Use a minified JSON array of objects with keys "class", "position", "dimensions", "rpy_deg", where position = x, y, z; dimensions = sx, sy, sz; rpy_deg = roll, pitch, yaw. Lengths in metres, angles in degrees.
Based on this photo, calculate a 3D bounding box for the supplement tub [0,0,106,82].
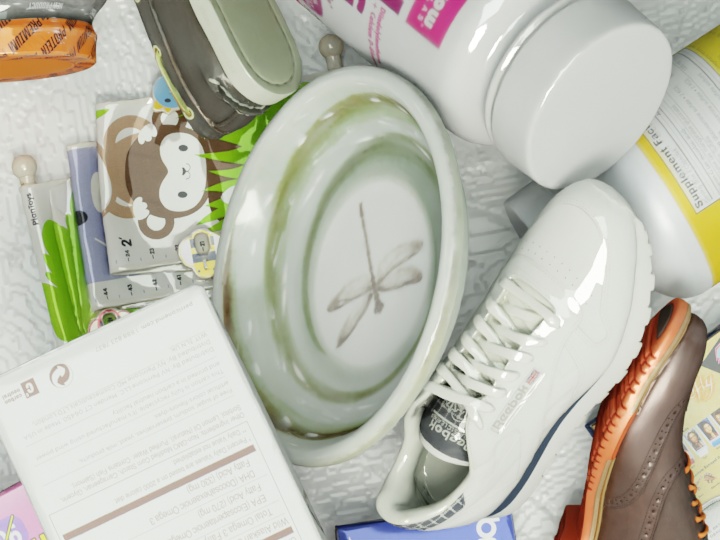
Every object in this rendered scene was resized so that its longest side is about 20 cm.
[{"class":"supplement tub","position":[-0.190,-0.202,1.357],"dimensions":[0.122,0.123,0.201],"rpy_deg":[-4,86,-1]}]

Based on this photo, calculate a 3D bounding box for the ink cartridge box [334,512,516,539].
[{"class":"ink cartridge box","position":[0.046,0.225,1.372],"dimensions":[0.093,0.044,0.201],"rpy_deg":[-9,86,-3]}]

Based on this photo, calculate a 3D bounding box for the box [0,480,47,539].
[{"class":"box","position":[-0.125,0.194,1.346],"dimensions":[0.175,0.097,0.201],"rpy_deg":[-27,88,-3]}]

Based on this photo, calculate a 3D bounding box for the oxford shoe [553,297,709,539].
[{"class":"oxford shoe","position":[0.147,0.106,1.335],"dimensions":[0.072,0.071,0.201],"rpy_deg":[18,119,3]}]

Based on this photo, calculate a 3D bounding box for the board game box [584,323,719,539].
[{"class":"board game box","position":[0.237,0.077,1.389],"dimensions":[0.200,0.035,0.136],"rpy_deg":[-36,88,-2]}]

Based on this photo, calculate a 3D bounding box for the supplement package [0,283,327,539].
[{"class":"supplement package","position":[-0.082,0.122,1.245],"dimensions":[0.117,0.117,0.201],"rpy_deg":[-25,87,-3]}]

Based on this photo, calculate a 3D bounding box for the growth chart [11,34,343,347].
[{"class":"growth chart","position":[-0.086,-0.038,1.401],"dimensions":[0.199,0.018,0.145],"rpy_deg":[-19,86,-3]}]

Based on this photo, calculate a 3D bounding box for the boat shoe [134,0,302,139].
[{"class":"boat shoe","position":[-0.098,-0.166,1.382],"dimensions":[0.060,0.072,0.202],"rpy_deg":[-34,70,36]}]

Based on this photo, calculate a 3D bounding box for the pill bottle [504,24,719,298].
[{"class":"pill bottle","position":[0.178,-0.056,1.358],"dimensions":[0.199,0.112,0.112],"rpy_deg":[-33,87,-2]}]

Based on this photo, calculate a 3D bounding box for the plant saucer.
[{"class":"plant saucer","position":[0.000,0.000,1.319],"dimensions":[0.050,0.200,0.201],"rpy_deg":[11,85,-37]}]

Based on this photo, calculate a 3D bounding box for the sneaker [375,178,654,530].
[{"class":"sneaker","position":[0.075,0.046,1.290],"dimensions":[0.076,0.080,0.201],"rpy_deg":[40,118,32]}]

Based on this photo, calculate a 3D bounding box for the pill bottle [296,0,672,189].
[{"class":"pill bottle","position":[0.055,-0.134,1.320],"dimensions":[0.113,0.113,0.200],"rpy_deg":[-46,57,-3]}]
